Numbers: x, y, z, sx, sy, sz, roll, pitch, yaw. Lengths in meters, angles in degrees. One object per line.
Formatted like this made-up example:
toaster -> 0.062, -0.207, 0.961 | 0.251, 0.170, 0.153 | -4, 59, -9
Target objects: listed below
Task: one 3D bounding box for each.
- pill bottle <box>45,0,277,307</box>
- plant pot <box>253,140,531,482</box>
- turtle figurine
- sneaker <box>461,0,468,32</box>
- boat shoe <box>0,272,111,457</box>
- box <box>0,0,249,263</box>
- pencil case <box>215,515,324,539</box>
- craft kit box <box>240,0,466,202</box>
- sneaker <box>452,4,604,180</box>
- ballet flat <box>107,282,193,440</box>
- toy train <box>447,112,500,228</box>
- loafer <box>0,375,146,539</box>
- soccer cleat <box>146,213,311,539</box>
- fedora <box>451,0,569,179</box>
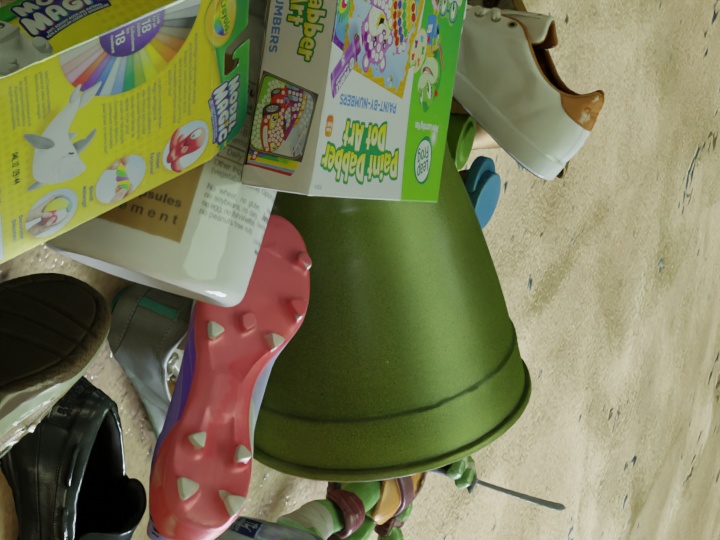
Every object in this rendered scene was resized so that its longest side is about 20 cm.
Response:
pill bottle -> -0.089, -0.091, 1.108 | 0.114, 0.114, 0.202 | 30, 76, -68
plant pot -> 0.000, 0.000, 1.322 | 0.200, 0.199, 0.194 | -46, 134, -51
turtle figurine -> 0.035, 0.196, 1.538 | 0.193, 0.144, 0.201 | -31, 91, -37
sneaker -> 0.051, -0.164, 1.263 | 0.201, 0.075, 0.115 | -63, 160, 12
boat shoe -> -0.199, 0.074, 1.027 | 0.200, 0.071, 0.077 | -40, 155, -45
box -> -0.137, -0.076, 0.960 | 0.199, 0.048, 0.118 | -27, 145, -27
pencil case -> -0.081, 0.266, 1.403 | 0.083, 0.090, 0.202 | 9, 96, -69
craft kit box -> 0.006, -0.138, 1.111 | 0.200, 0.048, 0.199 | -4, 105, -69
sneaker -> 0.080, -0.156, 1.370 | 0.085, 0.200, 0.073 | -49, 173, 17
ballet flat -> -0.100, 0.074, 1.262 | 0.200, 0.063, 0.068 | 68, 42, -58
toy train -> 0.025, -0.100, 1.385 | 0.200, 0.115, 0.085 | 71, 40, -56
loafer -> -0.154, 0.137, 1.158 | 0.068, 0.070, 0.202 | -54, 151, -41
soccer cleat -> -0.080, 0.061, 1.168 | 0.076, 0.066, 0.201 | -35, -142, 55
fedora -> 0.081, -0.145, 1.479 | 0.201, 0.081, 0.202 | 156, -90, -87
